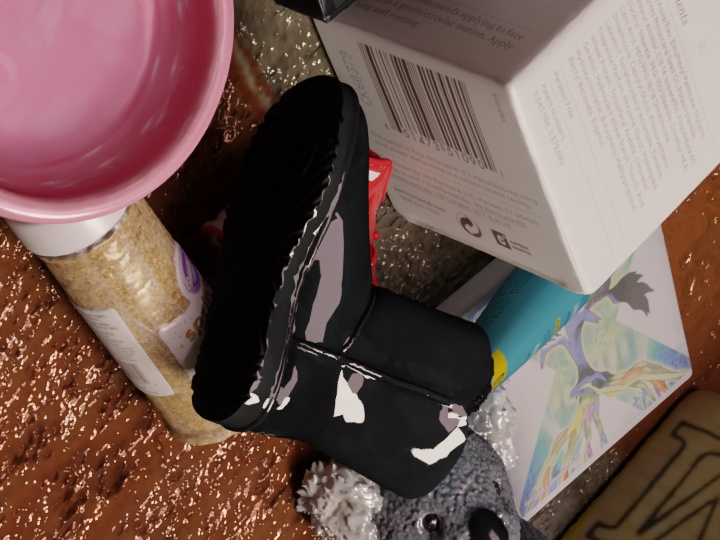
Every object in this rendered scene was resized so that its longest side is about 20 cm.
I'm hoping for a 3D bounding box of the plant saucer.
[{"bbox_3d":[-0.159,-0.124,1.428,0.200,0.051,0.202,-3,95,-33],"label":"plant saucer"}]

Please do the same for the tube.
[{"bbox_3d":[0.085,0.040,1.716,0.200,0.050,0.078,-47,173,-37],"label":"tube"}]

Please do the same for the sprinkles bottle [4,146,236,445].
[{"bbox_3d":[-0.119,0.011,1.546,0.068,0.068,0.200,-50,136,-17],"label":"sprinkles bottle"}]

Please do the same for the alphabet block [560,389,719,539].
[{"bbox_3d":[0.266,0.232,1.936,0.196,0.200,0.196,-44,134,-22],"label":"alphabet block"}]

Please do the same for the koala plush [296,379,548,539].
[{"bbox_3d":[0.057,0.173,1.755,0.177,0.184,0.201,-31,107,-17],"label":"koala plush"}]

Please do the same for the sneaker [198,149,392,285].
[{"bbox_3d":[0.000,0.000,1.656,0.116,0.078,0.200,-52,137,-14],"label":"sneaker"}]

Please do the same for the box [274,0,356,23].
[{"bbox_3d":[-0.006,-0.259,1.556,0.159,0.046,0.201,-41,132,-26],"label":"box"}]

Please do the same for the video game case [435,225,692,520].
[{"bbox_3d":[0.128,0.051,1.848,0.200,0.022,0.183,-39,131,-27],"label":"video game case"}]

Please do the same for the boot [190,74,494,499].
[{"bbox_3d":[0.003,0.012,1.575,0.168,0.076,0.201,21,81,-41],"label":"boot"}]

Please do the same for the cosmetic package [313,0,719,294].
[{"bbox_3d":[0.114,-0.128,1.648,0.200,0.164,0.165,-43,133,-22],"label":"cosmetic package"}]
